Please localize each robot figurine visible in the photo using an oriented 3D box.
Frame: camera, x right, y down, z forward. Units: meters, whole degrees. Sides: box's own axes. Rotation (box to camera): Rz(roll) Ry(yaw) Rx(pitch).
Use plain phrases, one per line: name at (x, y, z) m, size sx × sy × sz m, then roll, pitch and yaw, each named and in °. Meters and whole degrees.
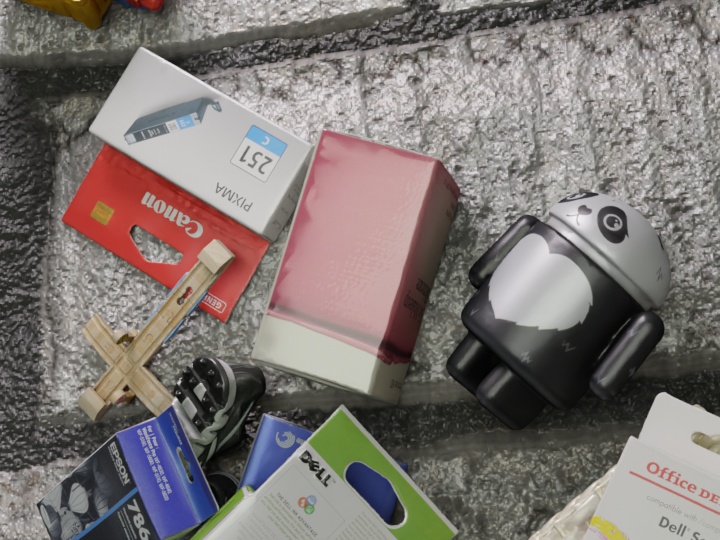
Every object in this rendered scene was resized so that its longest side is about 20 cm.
robot figurine at (0.161, 0.030, 1.164) m, size 0.150 × 0.125 × 0.200 m, roll 42°, pitch 92°, yaw 3°

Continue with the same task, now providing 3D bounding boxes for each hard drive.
hard drive at (-0.053, 0.238, 1.211) m, size 0.131 × 0.025 × 0.202 m, roll 20°, pitch 85°, yaw -6°

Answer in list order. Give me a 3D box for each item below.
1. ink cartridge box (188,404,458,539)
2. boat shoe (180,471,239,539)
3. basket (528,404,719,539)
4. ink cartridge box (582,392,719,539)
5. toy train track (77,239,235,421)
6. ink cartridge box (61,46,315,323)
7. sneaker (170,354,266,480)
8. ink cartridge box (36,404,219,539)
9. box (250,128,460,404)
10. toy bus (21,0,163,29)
ink cartridge box at (-0.042, 0.229, 1.162) m, size 0.200 × 0.076 × 0.148 m, roll -43°, pitch 93°, yaw -8°
boat shoe at (-0.154, 0.269, 1.228) m, size 0.069 × 0.066 × 0.202 m, roll 23°, pitch 87°, yaw 16°
basket at (0.250, 0.234, 1.094) m, size 0.200 × 0.161 × 0.199 m, roll -39°, pitch 74°, yaw 2°
ink cartridge box at (0.215, 0.193, 0.991) m, size 0.116 × 0.067 × 0.202 m, roll 23°, pitch 85°, yaw 17°
toy train track at (-0.186, 0.054, 1.273) m, size 0.115 × 0.032 × 0.200 m, roll 44°, pitch 101°, yaw 14°
ink cartridge box at (-0.161, -0.079, 1.299) m, size 0.199 × 0.045 × 0.177 m, roll 30°, pitch 87°, yaw 16°
sneaker at (-0.146, 0.149, 1.246) m, size 0.200 × 0.090 × 0.067 m, roll -51°, pitch 62°, yaw 27°
ink cartridge box at (-0.201, 0.200, 1.211) m, size 0.200 × 0.039 × 0.100 m, roll -41°, pitch 69°, yaw 40°
box at (0.000, 0.000, 1.205) m, size 0.108 × 0.128 × 0.202 m, roll 15°, pitch 85°, yaw 14°
toy bus at (-0.246, -0.326, 1.324) m, size 0.191 × 0.136 × 0.202 m, roll 24°, pitch 84°, yaw 2°
